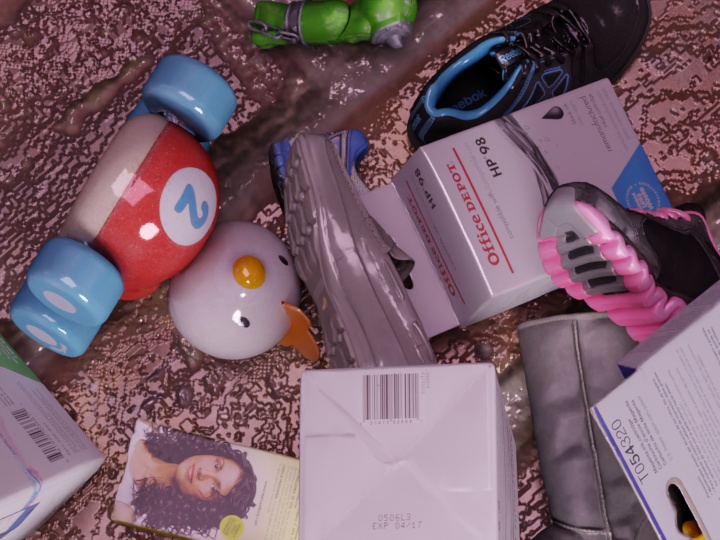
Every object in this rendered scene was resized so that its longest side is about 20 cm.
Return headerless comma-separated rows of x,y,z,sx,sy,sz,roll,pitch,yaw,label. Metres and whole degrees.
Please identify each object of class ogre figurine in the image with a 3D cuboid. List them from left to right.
0.008,-0.241,1.583,0.119,0.098,0.201,21,64,23,ogre figurine

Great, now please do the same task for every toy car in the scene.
-0.103,-0.005,1.508,0.199,0.177,0.185,32,69,-6,toy car

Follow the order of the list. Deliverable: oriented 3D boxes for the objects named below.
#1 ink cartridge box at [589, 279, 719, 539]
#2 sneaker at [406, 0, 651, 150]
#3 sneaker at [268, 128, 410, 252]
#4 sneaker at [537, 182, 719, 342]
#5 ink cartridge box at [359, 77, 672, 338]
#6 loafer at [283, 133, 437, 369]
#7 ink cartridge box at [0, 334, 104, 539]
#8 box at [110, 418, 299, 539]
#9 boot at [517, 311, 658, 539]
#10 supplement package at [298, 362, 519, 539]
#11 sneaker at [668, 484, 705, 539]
0.245,0.117,1.416,0.199,0.043,0.198,-34,102,-27,ink cartridge box
0.123,-0.144,1.564,0.199,0.082,0.073,-35,79,-7,sneaker
0.007,-0.011,1.545,0.085,0.077,0.202,-21,80,-7,sneaker
0.191,-0.012,1.471,0.079,0.200,0.096,0,60,45,sneaker
0.102,-0.040,1.519,0.199,0.067,0.117,-22,79,-24,ink cartridge box
0.000,0.000,1.476,0.069,0.070,0.202,-10,70,-22,loafer
-0.278,0.113,1.455,0.087,0.200,0.146,-44,82,16,ink cartridge box
-0.065,0.161,1.525,0.198,0.050,0.076,12,79,3,box
0.130,0.133,1.516,0.180,0.073,0.202,-7,85,-14,boot
0.034,0.143,1.390,0.120,0.200,0.121,-3,71,7,supplement package
0.253,0.177,1.484,0.200,0.078,0.082,50,48,3,sneaker
